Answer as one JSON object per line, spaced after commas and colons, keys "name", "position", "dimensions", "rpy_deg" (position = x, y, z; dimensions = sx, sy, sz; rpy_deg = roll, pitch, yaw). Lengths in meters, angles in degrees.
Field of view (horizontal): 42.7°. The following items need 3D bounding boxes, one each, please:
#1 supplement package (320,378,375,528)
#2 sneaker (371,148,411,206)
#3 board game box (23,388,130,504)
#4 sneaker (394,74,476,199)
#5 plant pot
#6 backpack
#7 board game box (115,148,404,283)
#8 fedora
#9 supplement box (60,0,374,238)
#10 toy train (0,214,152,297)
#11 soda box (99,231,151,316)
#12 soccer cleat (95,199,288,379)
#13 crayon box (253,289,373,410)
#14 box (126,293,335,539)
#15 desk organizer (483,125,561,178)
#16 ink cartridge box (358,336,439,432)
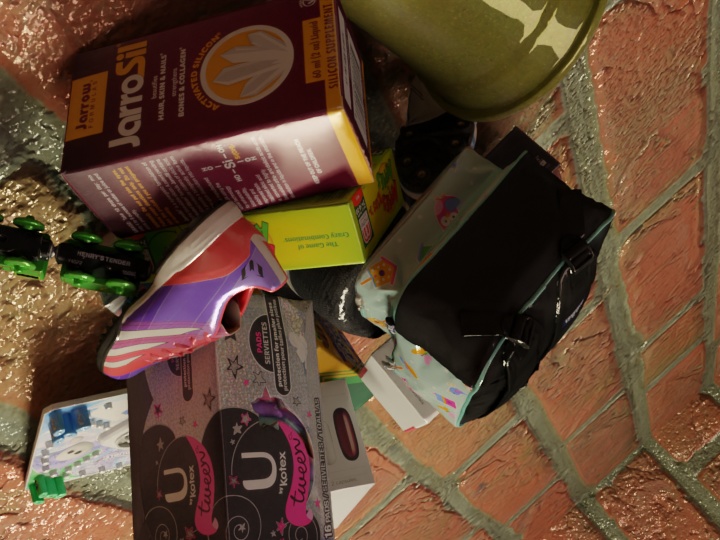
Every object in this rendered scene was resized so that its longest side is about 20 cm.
{"name": "supplement package", "position": [-0.109, 0.201, 0.913], "dimensions": [0.197, 0.112, 0.156], "rpy_deg": [-7, 152, -22]}
{"name": "sneaker", "position": [-0.003, -0.042, 0.953], "dimensions": [0.201, 0.077, 0.078], "rpy_deg": [-54, 177, 31]}
{"name": "board game box", "position": [-0.226, 0.169, 0.928], "dimensions": [0.197, 0.026, 0.201], "rpy_deg": [-10, 152, -31]}
{"name": "sneaker", "position": [0.071, -0.118, 0.818], "dimensions": [0.071, 0.201, 0.073], "rpy_deg": [-2, 128, 13]}
{"name": "plant pot", "position": [0.056, -0.236, 0.689], "dimensions": [0.183, 0.201, 0.202], "rpy_deg": [14, 120, -42]}
{"name": "backpack", "position": [0.088, 0.020, 0.709], "dimensions": [0.176, 0.152, 0.201], "rpy_deg": [-51, 158, -17]}
{"name": "board game box", "position": [-0.076, -0.041, 0.707], "dimensions": [0.102, 0.197, 0.048], "rpy_deg": [-55, 135, -55]}
{"name": "fedora", "position": [0.000, 0.000, 0.827], "dimensions": [0.198, 0.092, 0.202], "rpy_deg": [-21, 147, -14]}
{"name": "supplement box", "position": [-0.097, -0.108, 0.645], "dimensions": [0.197, 0.112, 0.086], "rpy_deg": [-11, 149, 11]}
{"name": "toy train", "position": [-0.247, -0.016, 0.653], "dimensions": [0.197, 0.042, 0.056], "rpy_deg": [13, 163, -14]}
{"name": "soda box", "position": [-0.170, 0.032, 0.851], "dimensions": [0.063, 0.069, 0.200], "rpy_deg": [-32, 148, 1]}
{"name": "soccer cleat", "position": [-0.128, 0.034, 0.666], "dimensions": [0.200, 0.073, 0.068], "rpy_deg": [-45, -179, 36]}
{"name": "crayon box", "position": [-0.062, 0.068, 0.963], "dimensions": [0.051, 0.126, 0.200], "rpy_deg": [-39, 150, 6]}
{"name": "box", "position": [-0.109, 0.130, 0.747], "dimensions": [0.131, 0.203, 0.114], "rpy_deg": [-19, 162, 41]}
{"name": "desk organizer", "position": [0.130, -0.049, 1.004], "dimensions": [0.200, 0.072, 0.077], "rpy_deg": [-45, 150, 1]}
{"name": "ink cartridge box", "position": [0.102, 0.060, 0.907], "dimensions": [0.199, 0.084, 0.145], "rpy_deg": [-40, 172, -13]}
